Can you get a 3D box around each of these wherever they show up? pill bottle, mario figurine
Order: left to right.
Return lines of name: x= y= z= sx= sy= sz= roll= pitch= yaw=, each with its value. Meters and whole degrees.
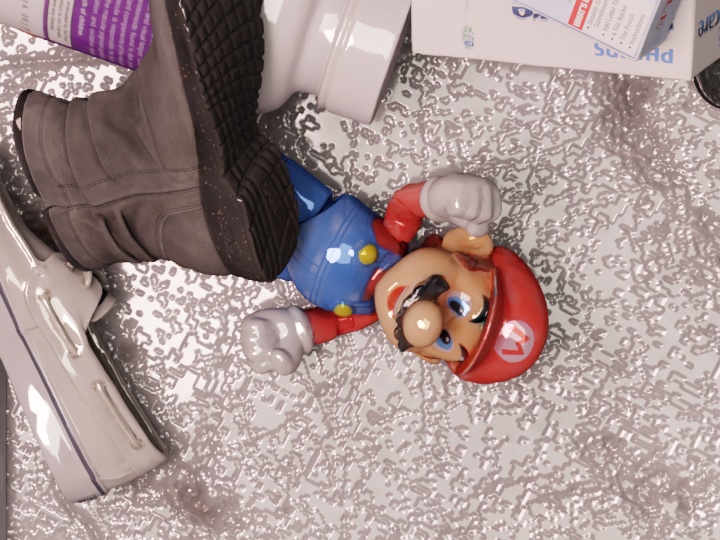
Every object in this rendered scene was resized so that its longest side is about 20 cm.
pill bottle: x=-0.075 y=-0.145 z=1.077 sx=0.200 sy=0.111 sz=0.111 roll=20 pitch=95 yaw=2
mario figurine: x=0.000 y=0.000 z=1.082 sx=0.200 sy=0.123 sz=0.106 roll=24 pitch=61 yaw=7

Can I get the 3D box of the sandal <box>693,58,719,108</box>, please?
sandal: x=0.261 y=-0.143 z=1.091 sx=0.200 sy=0.048 sz=0.075 roll=-25 pitch=94 yaw=4

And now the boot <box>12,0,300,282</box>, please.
boot: x=-0.112 y=-0.079 z=1.027 sx=0.132 sy=0.070 sz=0.200 roll=5 pitch=120 yaw=25

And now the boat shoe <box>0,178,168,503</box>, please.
boat shoe: x=-0.159 y=0.022 z=1.116 sx=0.066 sy=0.072 sz=0.200 roll=-22 pitch=94 yaw=0

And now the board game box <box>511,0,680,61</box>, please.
board game box: x=0.076 y=-0.225 z=0.946 sx=0.199 sy=0.041 sz=0.200 roll=29 pitch=119 yaw=16

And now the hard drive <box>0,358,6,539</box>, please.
hard drive: x=-0.292 y=0.108 z=1.151 sx=0.200 sy=0.025 sz=0.132 roll=1 pitch=95 yaw=3

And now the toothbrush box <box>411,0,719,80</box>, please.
toothbrush box: x=0.104 y=-0.200 z=1.015 sx=0.146 sy=0.085 sz=0.200 roll=8 pitch=110 yaw=25
